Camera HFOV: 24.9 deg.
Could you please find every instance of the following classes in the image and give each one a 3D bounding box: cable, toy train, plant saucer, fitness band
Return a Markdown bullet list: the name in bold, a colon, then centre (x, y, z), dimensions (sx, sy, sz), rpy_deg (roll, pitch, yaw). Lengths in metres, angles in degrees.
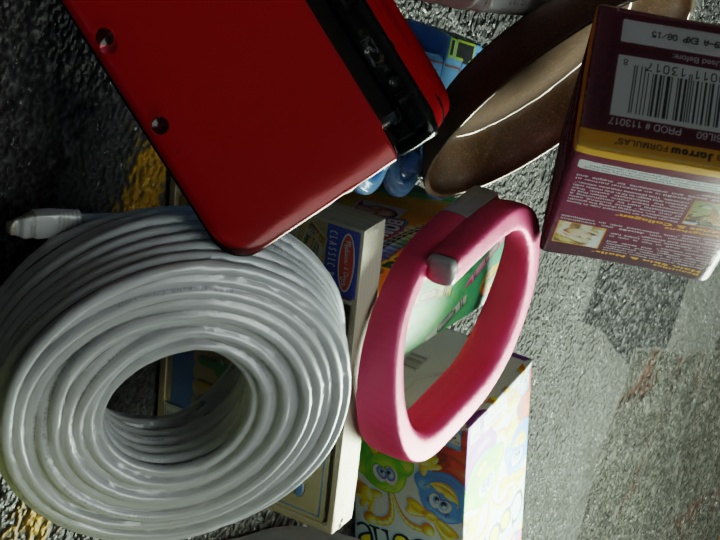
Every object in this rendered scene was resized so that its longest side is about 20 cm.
- **cable**: centre (-0.100, 0.056, 0.854), dimensions (0.200, 0.069, 0.200), rpy_deg (-9, 128, -14)
- **toy train**: centre (0.009, -0.107, 1.033), dimensions (0.200, 0.087, 0.114), rpy_deg (0, 101, -62)
- **plant saucer**: centre (0.113, -0.119, 0.997), dimensions (0.200, 0.037, 0.200), rpy_deg (-33, 167, -9)
- **fitness band**: centre (0.058, 0.032, 0.990), dimensions (0.200, 0.037, 0.144), rpy_deg (-38, 139, -53)

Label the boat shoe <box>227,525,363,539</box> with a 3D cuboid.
- **boat shoe**: centre (-0.053, 0.225, 1.143), dimensions (0.199, 0.074, 0.068), rpy_deg (1, 102, -61)

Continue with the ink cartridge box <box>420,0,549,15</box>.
- **ink cartridge box**: centre (0.066, -0.207, 1.000), dimensions (0.200, 0.146, 0.084), rpy_deg (-11, 115, -60)

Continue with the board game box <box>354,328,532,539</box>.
- **board game box**: centre (0.064, 0.159, 1.283), dimensions (0.105, 0.103, 0.200), rpy_deg (-40, 140, -44)

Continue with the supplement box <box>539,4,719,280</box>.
- **supplement box**: centre (0.174, -0.069, 0.955), dimensions (0.200, 0.110, 0.086), rpy_deg (88, 13, -74)

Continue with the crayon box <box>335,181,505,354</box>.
- **crayon box**: centre (0.000, 0.000, 1.044), dimensions (0.200, 0.119, 0.058), rpy_deg (-28, 131, -53)

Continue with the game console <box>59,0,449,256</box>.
- **game console**: centre (-0.056, -0.131, 0.846), dimensions (0.200, 0.119, 0.172), rpy_deg (58, 13, -7)

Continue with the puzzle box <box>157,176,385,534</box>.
- **puzzle box**: centre (-0.057, 0.046, 0.955), dimensions (0.025, 0.133, 0.200), rpy_deg (-33, 134, -54)
